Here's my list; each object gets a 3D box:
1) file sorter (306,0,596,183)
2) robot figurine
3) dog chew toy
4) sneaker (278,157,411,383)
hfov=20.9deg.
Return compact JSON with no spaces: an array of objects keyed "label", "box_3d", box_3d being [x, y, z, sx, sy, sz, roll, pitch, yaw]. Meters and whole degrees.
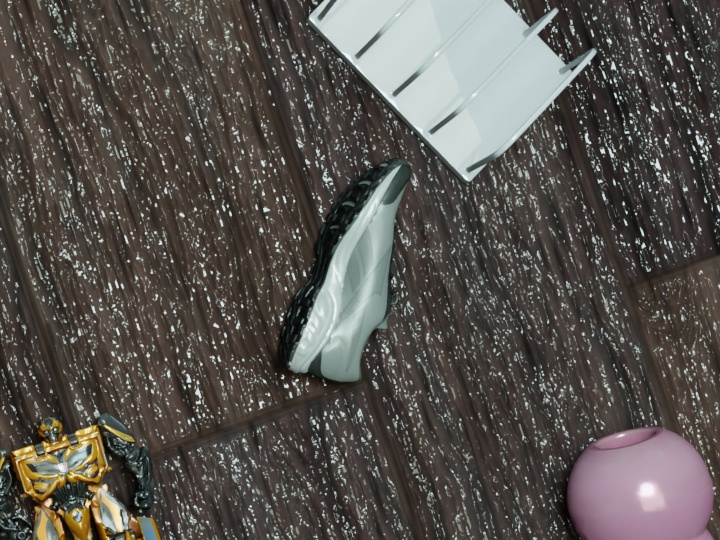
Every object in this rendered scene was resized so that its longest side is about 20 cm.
[{"label":"file sorter","box_3d":[0.079,-0.201,1.652,0.200,0.125,0.139,45,78,-3]},{"label":"robot figurine","box_3d":[-0.225,0.215,1.589,0.144,0.058,0.202,-17,89,-13]},{"label":"dog chew toy","box_3d":[0.247,0.238,1.650,0.123,0.124,0.202,-15,96,-11]},{"label":"sneaker","box_3d":[0.000,0.000,1.652,0.079,0.074,0.202,24,87,-17]}]
